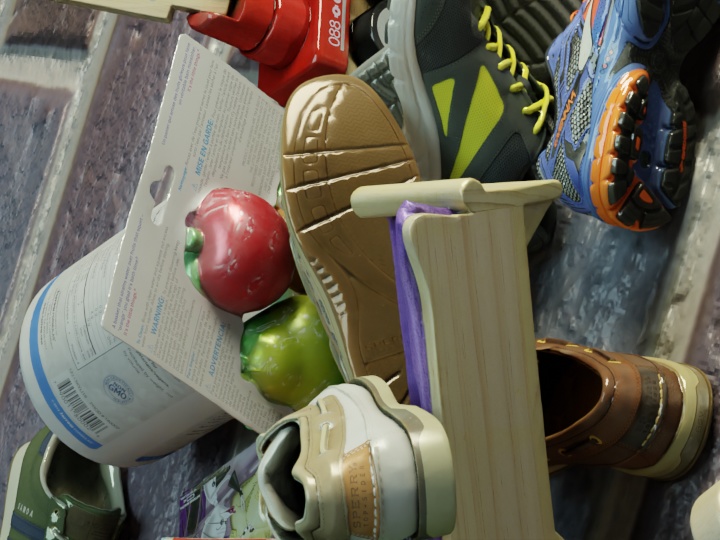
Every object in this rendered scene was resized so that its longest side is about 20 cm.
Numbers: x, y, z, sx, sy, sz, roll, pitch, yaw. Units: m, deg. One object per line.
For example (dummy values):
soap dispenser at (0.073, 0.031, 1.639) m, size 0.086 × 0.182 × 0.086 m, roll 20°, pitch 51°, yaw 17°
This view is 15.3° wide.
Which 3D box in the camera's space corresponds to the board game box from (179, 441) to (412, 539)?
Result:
board game box at (-0.040, 0.144, 1.520) m, size 0.200 × 0.032 × 0.121 m, roll -38°, pitch 47°, yaw 41°

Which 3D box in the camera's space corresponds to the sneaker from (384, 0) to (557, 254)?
sneaker at (0.063, -0.096, 1.389) m, size 0.075 × 0.084 × 0.201 m, roll -64°, pitch -27°, yaw -57°

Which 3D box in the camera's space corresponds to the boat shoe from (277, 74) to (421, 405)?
boat shoe at (0.000, 0.000, 1.362) m, size 0.063 × 0.073 × 0.201 m, roll 118°, pitch 141°, yaw -71°

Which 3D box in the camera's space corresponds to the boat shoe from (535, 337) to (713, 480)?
boat shoe at (0.088, 0.064, 1.331) m, size 0.200 × 0.067 × 0.072 m, roll -3°, pitch 72°, yaw 56°

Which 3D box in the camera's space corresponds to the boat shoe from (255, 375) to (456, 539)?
boat shoe at (-0.015, 0.088, 1.217) m, size 0.200 × 0.068 × 0.075 m, roll 167°, pitch 97°, yaw -77°

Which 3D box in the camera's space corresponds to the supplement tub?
supplement tub at (-0.100, 0.027, 1.575) m, size 0.200 × 0.131 × 0.133 m, roll -30°, pitch 50°, yaw 45°

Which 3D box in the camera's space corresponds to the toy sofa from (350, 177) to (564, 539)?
toy sofa at (0.042, 0.058, 1.249) m, size 0.083 × 0.097 × 0.201 m, roll -1°, pitch 96°, yaw 52°

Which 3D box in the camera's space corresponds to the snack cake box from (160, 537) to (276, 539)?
snack cake box at (-0.043, 0.163, 1.266) m, size 0.200 × 0.114 × 0.068 m, roll 115°, pitch 154°, yaw -87°

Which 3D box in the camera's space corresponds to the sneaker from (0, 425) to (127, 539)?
sneaker at (-0.188, 0.177, 1.689) m, size 0.090 × 0.067 × 0.201 m, roll -42°, pitch 39°, yaw 45°

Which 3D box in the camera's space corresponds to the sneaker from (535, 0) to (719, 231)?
sneaker at (0.130, -0.121, 1.349) m, size 0.078 × 0.075 × 0.201 m, roll 3°, pitch 75°, yaw 47°

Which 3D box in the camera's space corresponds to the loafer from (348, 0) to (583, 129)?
loafer at (0.071, -0.130, 1.446) m, size 0.199 × 0.075 × 0.070 m, roll -29°, pitch 8°, yaw 29°

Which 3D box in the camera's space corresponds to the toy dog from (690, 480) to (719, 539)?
toy dog at (0.209, 0.055, 1.158) m, size 0.132 × 0.096 × 0.201 m, roll -25°, pitch 39°, yaw 52°

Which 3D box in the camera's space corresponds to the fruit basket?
fruit basket at (-0.049, 0.002, 1.414) m, size 0.094 × 0.200 × 0.186 m, roll -23°, pitch 45°, yaw 44°

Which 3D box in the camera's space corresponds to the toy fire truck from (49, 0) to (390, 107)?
toy fire truck at (-0.073, -0.191, 1.581) m, size 0.128 × 0.199 × 0.177 m, roll -26°, pitch 53°, yaw 48°
